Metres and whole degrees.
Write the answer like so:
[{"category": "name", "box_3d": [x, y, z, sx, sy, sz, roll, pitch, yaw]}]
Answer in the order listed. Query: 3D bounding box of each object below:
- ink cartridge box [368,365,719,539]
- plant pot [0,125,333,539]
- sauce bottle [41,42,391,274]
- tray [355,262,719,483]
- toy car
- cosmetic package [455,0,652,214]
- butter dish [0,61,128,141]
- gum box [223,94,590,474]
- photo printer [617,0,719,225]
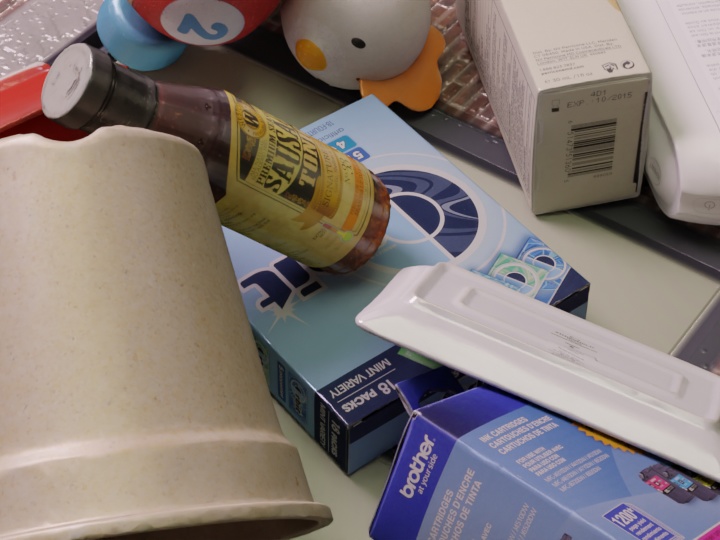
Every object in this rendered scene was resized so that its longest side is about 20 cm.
[{"category": "ink cartridge box", "box_3d": [0.100, 0.116, 0.872, 0.200, 0.076, 0.136, 30, 23, 26]}, {"category": "plant pot", "box_3d": [-0.125, 0.040, 0.835, 0.200, 0.200, 0.184, -7, 78, -9]}, {"category": "sauce bottle", "box_3d": [-0.071, -0.057, 0.937, 0.200, 0.066, 0.066, 24, 29, -41]}, {"category": "tray", "box_3d": [0.103, 0.043, 0.919, 0.200, 0.022, 0.107, 23, 20, 9]}, {"category": "toy car", "box_3d": [-0.031, -0.168, 1.148, 0.200, 0.184, 0.177, 45, 54, 0]}, {"category": "cosmetic package", "box_3d": [0.116, -0.142, 1.139, 0.071, 0.105, 0.200, -9, 48, -6]}, {"category": "butter dish", "box_3d": [-0.214, -0.013, 0.980, 0.200, 0.148, 0.199, -29, 13, -26]}, {"category": "gum box", "box_3d": [0.000, 0.000, 1.036, 0.170, 0.045, 0.200, -29, 52, -26]}, {"category": "photo printer", "box_3d": [0.242, -0.109, 1.137, 0.166, 0.070, 0.200, -8, 47, -9]}]
